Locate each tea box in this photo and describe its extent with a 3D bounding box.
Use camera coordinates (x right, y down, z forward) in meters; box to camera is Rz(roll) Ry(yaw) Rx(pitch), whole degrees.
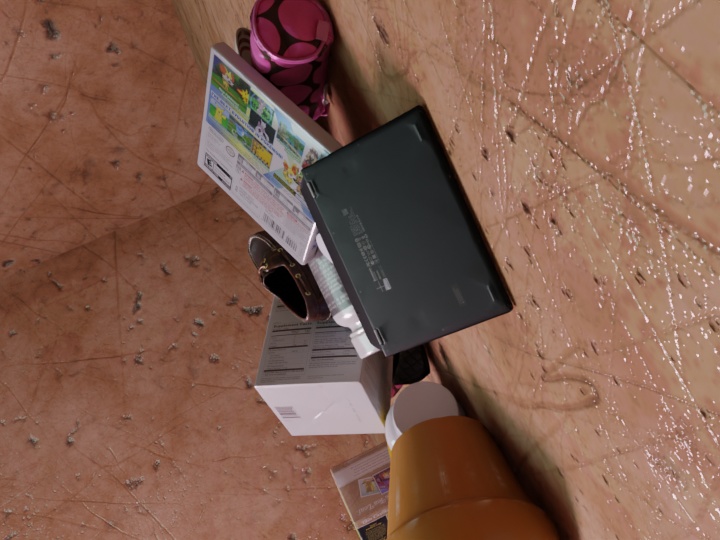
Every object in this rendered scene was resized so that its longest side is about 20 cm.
[{"bbox_3d":[0.070,0.454,1.420,0.134,0.200,0.197,-123,13,-44],"label":"tea box"}]

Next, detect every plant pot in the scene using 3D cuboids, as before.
[{"bbox_3d":[0.111,0.276,0.799,0.183,0.200,0.200,-101,-4,-48],"label":"plant pot"}]

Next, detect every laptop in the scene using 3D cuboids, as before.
[{"bbox_3d":[0.030,-0.027,0.669,0.188,0.200,0.116,65,-152,-2],"label":"laptop"}]

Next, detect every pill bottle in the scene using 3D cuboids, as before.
[{"bbox_3d":[0.000,0.000,0.878,0.114,0.114,0.200,116,129,-79],"label":"pill bottle"},{"bbox_3d":[0.092,0.231,0.969,0.113,0.112,0.200,60,169,32],"label":"pill bottle"}]

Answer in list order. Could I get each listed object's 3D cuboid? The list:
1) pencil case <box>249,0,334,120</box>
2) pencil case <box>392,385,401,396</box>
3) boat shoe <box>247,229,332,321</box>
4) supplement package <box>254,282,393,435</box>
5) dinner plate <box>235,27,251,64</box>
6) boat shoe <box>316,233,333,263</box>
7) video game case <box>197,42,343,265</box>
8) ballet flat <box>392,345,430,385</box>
[{"bbox_3d":[-0.076,-0.232,0.801,0.200,0.094,0.091,117,172,-79],"label":"pencil case"},{"bbox_3d":[-0.018,0.144,1.189,0.200,0.091,0.094,40,164,9],"label":"pencil case"},{"bbox_3d":[-0.103,0.003,0.968,0.200,0.070,0.070,35,130,39],"label":"boat shoe"},{"bbox_3d":[-0.041,0.113,1.016,0.152,0.150,0.200,67,-156,-48],"label":"supplement package"},{"bbox_3d":[-0.123,-0.244,0.986,0.200,0.024,0.200,55,-163,-27],"label":"dinner plate"},{"bbox_3d":[0.040,-0.016,0.754,0.200,0.068,0.072,24,148,43],"label":"boat shoe"},{"bbox_3d":[-0.109,-0.128,0.802,0.200,0.022,0.182,43,142,16],"label":"video game case"},{"bbox_3d":[0.046,0.070,0.972,0.066,0.057,0.200,-136,26,-74],"label":"ballet flat"}]
